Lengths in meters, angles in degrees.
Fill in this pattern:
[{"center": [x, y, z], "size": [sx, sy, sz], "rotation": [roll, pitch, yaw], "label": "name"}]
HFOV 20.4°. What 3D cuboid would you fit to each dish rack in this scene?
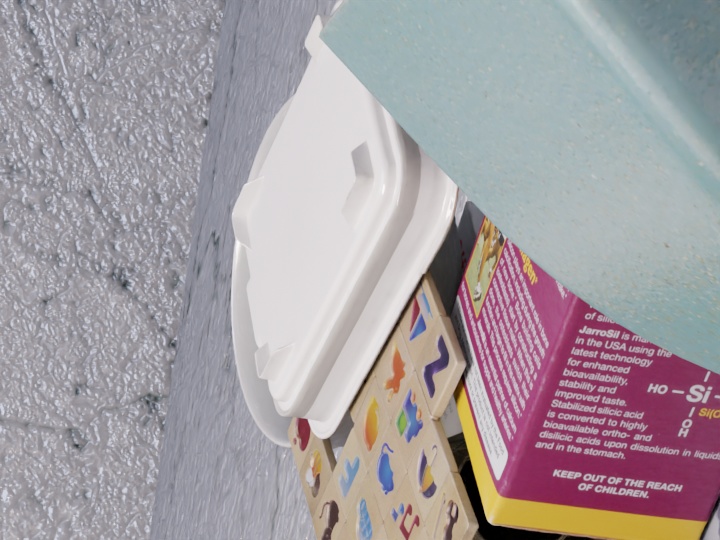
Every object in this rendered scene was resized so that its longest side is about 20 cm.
[{"center": [-0.017, -0.034, 1.002], "size": [0.201, 0.043, 0.173], "rotation": [117, 151, -42], "label": "dish rack"}]

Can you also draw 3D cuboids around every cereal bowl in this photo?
[{"center": [0.000, 0.000, 1.118], "size": [0.200, 0.083, 0.202], "rotation": [-175, 90, -66], "label": "cereal bowl"}]

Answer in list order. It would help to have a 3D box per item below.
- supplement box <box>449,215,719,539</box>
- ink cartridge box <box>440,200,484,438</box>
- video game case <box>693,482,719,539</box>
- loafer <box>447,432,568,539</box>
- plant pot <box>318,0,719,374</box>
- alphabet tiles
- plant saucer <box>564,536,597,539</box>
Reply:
[{"center": [0.117, -0.001, 0.862], "size": [0.131, 0.102, 0.201], "rotation": [-102, 24, -54], "label": "supplement box"}, {"center": [0.077, 0.085, 1.127], "size": [0.146, 0.083, 0.201], "rotation": [-100, 23, -59], "label": "ink cartridge box"}, {"center": [0.178, 0.087, 0.800], "size": [0.200, 0.019, 0.144], "rotation": [171, 109, -77], "label": "video game case"}, {"center": [0.062, 0.115, 1.005], "size": [0.200, 0.067, 0.076], "rotation": [-35, 81, 37], "label": "loafer"}, {"center": [0.136, -0.073, 0.647], "size": [0.195, 0.201, 0.196], "rotation": [-37, 1, -15], "label": "plant pot"}, {"center": [0.011, 0.085, 0.958], "size": [0.201, 0.007, 0.168], "rotation": [-110, 35, -48], "label": "alphabet tiles"}, {"center": [0.094, 0.222, 0.970], "size": [0.200, 0.048, 0.202], "rotation": [147, 133, -80], "label": "plant saucer"}]
